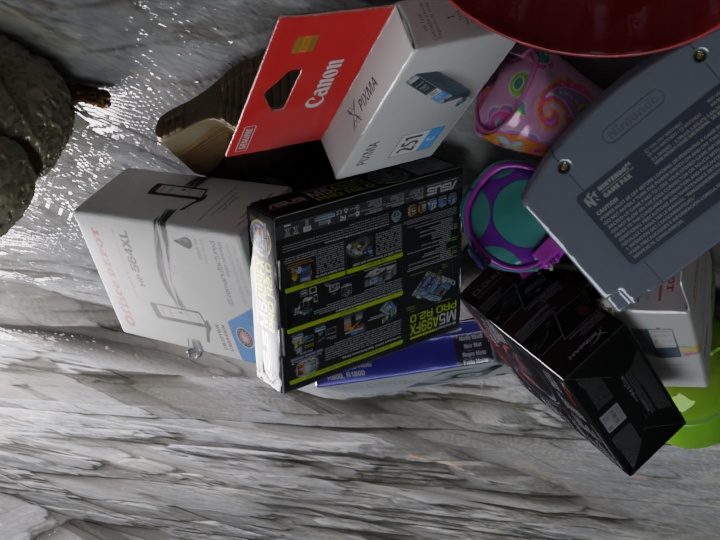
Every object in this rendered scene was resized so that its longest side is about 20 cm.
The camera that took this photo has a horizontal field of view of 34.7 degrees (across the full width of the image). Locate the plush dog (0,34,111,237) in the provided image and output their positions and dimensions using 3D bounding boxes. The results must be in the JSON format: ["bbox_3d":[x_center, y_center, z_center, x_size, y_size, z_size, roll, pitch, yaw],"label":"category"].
[{"bbox_3d":[-0.320,-0.105,1.020,0.160,0.172,0.200,13,153,0],"label":"plush dog"}]

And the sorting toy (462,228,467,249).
[{"bbox_3d":[-0.005,0.021,1.158,0.198,0.070,0.200,-2,158,-15],"label":"sorting toy"}]

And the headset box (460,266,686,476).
[{"bbox_3d":[0.187,0.076,1.067,0.149,0.075,0.200,52,174,-33],"label":"headset box"}]

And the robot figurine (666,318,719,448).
[{"bbox_3d":[0.335,0.113,1.181,0.175,0.116,0.200,-7,155,18],"label":"robot figurine"}]

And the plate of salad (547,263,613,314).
[{"bbox_3d":[0.213,0.049,1.206,0.199,0.048,0.200,12,154,6],"label":"plate of salad"}]

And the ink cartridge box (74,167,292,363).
[{"bbox_3d":[-0.145,-0.005,1.049,0.199,0.084,0.147,8,129,33],"label":"ink cartridge box"}]

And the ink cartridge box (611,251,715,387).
[{"bbox_3d":[0.270,0.012,1.022,0.067,0.118,0.200,1,151,23],"label":"ink cartridge box"}]

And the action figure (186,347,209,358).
[{"bbox_3d":[-0.134,0.062,1.146,0.118,0.055,0.200,6,-173,-39],"label":"action figure"}]

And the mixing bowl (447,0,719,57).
[{"bbox_3d":[0.132,-0.222,0.636,0.199,0.109,0.200,12,153,6],"label":"mixing bowl"}]

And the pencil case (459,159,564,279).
[{"bbox_3d":[0.127,-0.038,0.952,0.085,0.093,0.200,-31,177,6],"label":"pencil case"}]

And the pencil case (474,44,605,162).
[{"bbox_3d":[0.186,-0.101,0.886,0.199,0.088,0.087,23,153,-20],"label":"pencil case"}]

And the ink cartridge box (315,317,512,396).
[{"bbox_3d":[0.057,0.098,1.227,0.199,0.041,0.200,-11,166,18],"label":"ink cartridge box"}]

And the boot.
[{"bbox_3d":[-0.063,-0.115,1.016,0.199,0.073,0.166,-10,155,41],"label":"boot"}]

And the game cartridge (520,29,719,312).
[{"bbox_3d":[0.218,-0.079,0.808,0.200,0.042,0.133,-39,94,19],"label":"game cartridge"}]

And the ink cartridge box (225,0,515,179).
[{"bbox_3d":[0.004,-0.130,0.859,0.175,0.045,0.200,-15,163,-23],"label":"ink cartridge box"}]

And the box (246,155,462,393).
[{"bbox_3d":[0.000,0.000,0.995,0.044,0.199,0.161,29,128,47],"label":"box"}]
